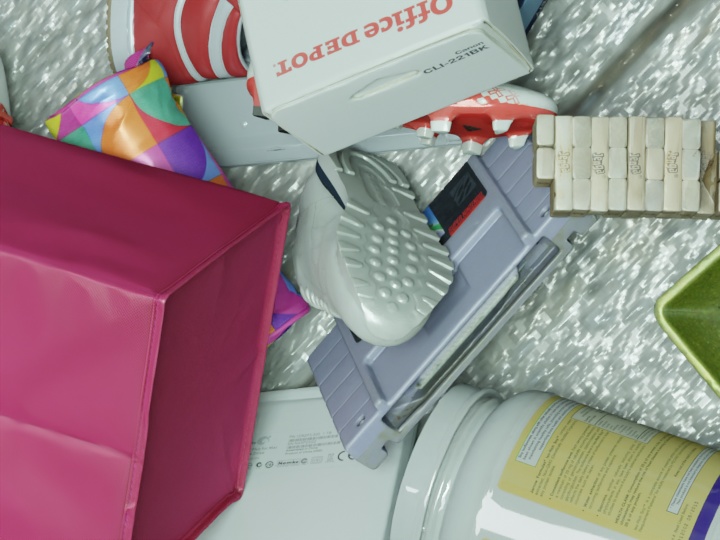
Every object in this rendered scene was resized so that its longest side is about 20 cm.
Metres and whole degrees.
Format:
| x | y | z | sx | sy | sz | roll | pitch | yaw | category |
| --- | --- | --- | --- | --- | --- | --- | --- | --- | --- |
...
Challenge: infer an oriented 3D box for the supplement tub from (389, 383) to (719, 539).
| x | y | z | sx | sy | sz | roll | pitch | yaw | category |
| --- | --- | --- | --- | --- | --- | --- | --- | --- | --- |
| 0.131 | 0.154 | 1.492 | 0.199 | 0.145 | 0.146 | 19 | 97 | 20 | supplement tub |

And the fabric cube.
| x | y | z | sx | sy | sz | roll | pitch | yaw | category |
| --- | --- | --- | --- | --- | --- | --- | --- | --- | --- |
| -0.176 | 0.050 | 1.472 | 0.198 | 0.196 | 0.201 | 16 | 110 | 14 | fabric cube |

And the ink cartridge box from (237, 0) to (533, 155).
| x | y | z | sx | sy | sz | roll | pitch | yaw | category |
| --- | --- | --- | --- | --- | --- | --- | --- | --- | --- |
| 0.003 | -0.187 | 1.490 | 0.144 | 0.084 | 0.201 | -21 | 65 | 19 | ink cartridge box |

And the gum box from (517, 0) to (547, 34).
| x | y | z | sx | sy | sz | roll | pitch | yaw | category |
| --- | --- | --- | --- | --- | --- | --- | --- | --- | --- |
| 0.047 | -0.246 | 1.570 | 0.200 | 0.045 | 0.170 | 35 | 103 | 16 | gum box |

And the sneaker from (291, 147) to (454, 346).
| x | y | z | sx | sy | sz | roll | pitch | yaw | category |
| --- | --- | --- | --- | --- | --- | --- | --- | --- | --- |
| 0.000 | 0.000 | 1.529 | 0.076 | 0.200 | 0.081 | 23 | 112 | -17 | sneaker |

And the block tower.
| x | y | z | sx | sy | sz | roll | pitch | yaw | category |
| --- | --- | --- | --- | --- | --- | --- | --- | --- | --- |
| 0.195 | -0.057 | 1.430 | 0.199 | 0.058 | 0.054 | 1 | 88 | 1 | block tower |

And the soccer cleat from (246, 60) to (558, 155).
| x | y | z | sx | sy | sz | roll | pitch | yaw | category |
| --- | --- | --- | --- | --- | --- | --- | --- | --- | --- |
| 0.024 | -0.120 | 1.542 | 0.199 | 0.069 | 0.086 | 6 | 80 | 25 | soccer cleat |

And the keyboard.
| x | y | z | sx | sy | sz | roll | pitch | yaw | category |
| --- | --- | --- | --- | --- | --- | --- | --- | --- | --- |
| -0.021 | -0.098 | 1.613 | 0.199 | 0.011 | 0.057 | -5 | 96 | 20 | keyboard |

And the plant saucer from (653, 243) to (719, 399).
| x | y | z | sx | sy | sz | roll | pitch | yaw | category |
| --- | --- | --- | --- | --- | --- | --- | --- | --- | --- |
| 0.304 | 0.033 | 1.477 | 0.200 | 0.048 | 0.200 | -42 | 77 | 16 | plant saucer |

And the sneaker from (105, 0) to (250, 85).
| x | y | z | sx | sy | sz | roll | pitch | yaw | category |
| --- | --- | --- | --- | --- | --- | --- | --- | --- | --- |
| -0.100 | -0.215 | 1.612 | 0.112 | 0.071 | 0.201 | 4 | 100 | 24 | sneaker |

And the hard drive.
| x | y | z | sx | sy | sz | roll | pitch | yaw | category |
| --- | --- | --- | --- | --- | --- | --- | --- | --- | --- |
| -0.040 | 0.152 | 1.550 | 0.131 | 0.026 | 0.201 | -7 | 45 | 21 | hard drive |

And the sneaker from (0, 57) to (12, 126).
| x | y | z | sx | sy | sz | roll | pitch | yaw | category |
| --- | --- | --- | --- | --- | --- | --- | --- | --- | --- |
| -0.231 | -0.053 | 1.638 | 0.108 | 0.067 | 0.203 | 5 | 86 | 44 | sneaker |

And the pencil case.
| x | y | z | sx | sy | sz | roll | pitch | yaw | category |
| --- | --- | --- | --- | --- | --- | --- | --- | --- | --- |
| -0.110 | -0.037 | 1.578 | 0.088 | 0.088 | 0.201 | -29 | 91 | 19 | pencil case |

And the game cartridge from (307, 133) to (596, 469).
| x | y | z | sx | sy | sz | roll | pitch | yaw | category |
| --- | --- | --- | --- | --- | --- | --- | --- | --- | --- |
| 0.048 | 0.011 | 1.533 | 0.038 | 0.130 | 0.200 | 35 | 102 | -29 | game cartridge |
